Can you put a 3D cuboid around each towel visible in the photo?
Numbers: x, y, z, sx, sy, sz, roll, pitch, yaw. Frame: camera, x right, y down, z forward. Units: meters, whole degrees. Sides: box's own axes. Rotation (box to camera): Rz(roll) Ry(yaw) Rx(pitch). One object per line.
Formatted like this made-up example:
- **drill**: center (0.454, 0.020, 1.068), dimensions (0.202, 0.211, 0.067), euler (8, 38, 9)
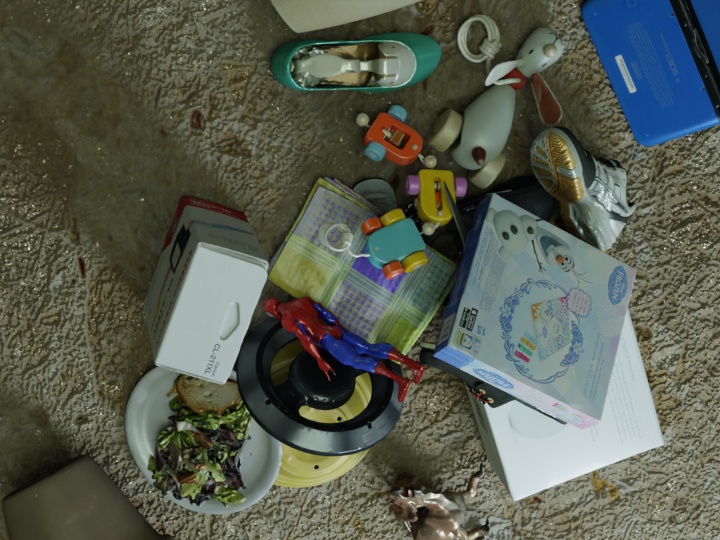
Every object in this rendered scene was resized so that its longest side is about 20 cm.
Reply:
- **towel**: center (0.000, 0.000, 1.676), dimensions (0.200, 0.023, 0.144), euler (35, 99, 4)

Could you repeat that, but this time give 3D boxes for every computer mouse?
- **computer mouse**: center (0.152, -0.028, 1.714), dimensions (0.200, 0.046, 0.141), euler (-14, 109, -14)

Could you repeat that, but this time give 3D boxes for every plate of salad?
- **plate of salad**: center (-0.189, 0.200, 1.688), dimensions (0.200, 0.048, 0.201), euler (6, 110, 15)

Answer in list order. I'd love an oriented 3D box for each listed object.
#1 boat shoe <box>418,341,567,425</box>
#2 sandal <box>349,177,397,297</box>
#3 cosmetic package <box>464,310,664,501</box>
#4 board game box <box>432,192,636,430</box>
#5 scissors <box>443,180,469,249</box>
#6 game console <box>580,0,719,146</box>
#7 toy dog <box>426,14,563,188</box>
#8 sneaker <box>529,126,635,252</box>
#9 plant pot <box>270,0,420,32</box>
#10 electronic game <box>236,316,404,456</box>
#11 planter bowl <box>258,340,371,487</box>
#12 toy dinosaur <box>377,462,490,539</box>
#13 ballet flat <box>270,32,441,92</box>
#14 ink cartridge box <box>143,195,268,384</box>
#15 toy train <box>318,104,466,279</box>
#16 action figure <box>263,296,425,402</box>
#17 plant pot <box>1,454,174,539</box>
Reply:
- **boat shoe**: center (0.155, 0.125, 1.628), dimensions (0.201, 0.074, 0.063), euler (17, 90, -17)
- **sandal**: center (0.021, -0.009, 1.703), dimensions (0.075, 0.045, 0.201), euler (-10, 108, -9)
- **cosmetic package**: center (0.236, 0.139, 1.750), dimensions (0.200, 0.123, 0.200), euler (-19, 107, -4)
- **board game box**: center (0.197, 0.045, 1.601), dimensions (0.199, 0.043, 0.200), euler (27, 62, -14)
- **scissors**: center (0.135, -0.008, 1.637), dimensions (0.073, 0.014, 0.201), euler (-13, 95, -32)
- **game console**: center (0.381, -0.275, 1.711), dimensions (0.170, 0.118, 0.200), euler (-17, 112, 27)
- **toy dog**: center (0.162, -0.187, 1.651), dimensions (0.132, 0.096, 0.200), euler (13, 104, -16)
- **sneaker**: center (0.265, -0.112, 1.694), dimensions (0.088, 0.076, 0.200), euler (-46, 137, -13)
- **plant pot**: center (-0.007, -0.345, 1.538), dimensions (0.200, 0.187, 0.188), euler (-28, 111, 13)
- **electronic game**: center (-0.045, 0.126, 1.665), dimensions (0.199, 0.200, 0.042), euler (6, 140, -13)
- **planter bowl**: center (-0.063, 0.185, 1.725), dimensions (0.200, 0.083, 0.201), euler (-3, 108, -10)
- **toy dinosaur**: center (0.091, 0.317, 1.803), dimensions (0.135, 0.086, 0.200), euler (-4, 124, 0)
- **ballet flat**: center (0.000, -0.228, 1.618), dimensions (0.199, 0.070, 0.068), euler (-5, 107, -11)
- **ink cartridge box**: center (-0.174, 0.017, 1.588), dimensions (0.083, 0.200, 0.146), euler (18, 102, -16)
- **toy train**: center (0.033, -0.081, 1.638), dimensions (0.150, 0.056, 0.200), euler (26, 66, -2)
- **action figure**: center (-0.026, 0.083, 1.647), dimensions (0.200, 0.065, 0.052), euler (31, 133, 14)
- **plant pot**: center (-0.327, 0.315, 1.673), dimensions (0.200, 0.200, 0.175), euler (-28, 91, -2)
